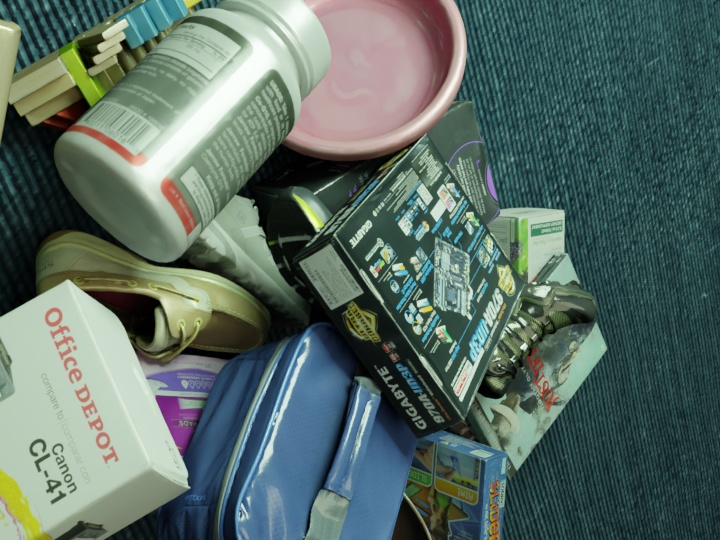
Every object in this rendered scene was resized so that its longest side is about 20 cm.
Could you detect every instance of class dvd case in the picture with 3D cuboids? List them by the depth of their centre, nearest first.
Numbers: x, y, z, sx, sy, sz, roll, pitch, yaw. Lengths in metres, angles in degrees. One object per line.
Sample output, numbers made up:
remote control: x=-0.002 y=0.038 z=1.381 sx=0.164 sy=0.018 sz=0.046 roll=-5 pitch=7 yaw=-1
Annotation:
dvd case: x=0.184 y=0.100 z=0.902 sx=0.200 sy=0.022 sz=0.147 roll=-44 pitch=122 yaw=-23

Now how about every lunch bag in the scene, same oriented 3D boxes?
lunch bag: x=-0.039 y=0.138 z=0.615 sx=0.135 sy=0.131 sz=0.202 roll=38 pitch=53 yaw=-27

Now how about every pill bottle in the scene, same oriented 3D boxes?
pill bottle: x=-0.115 y=-0.115 z=0.620 sx=0.201 sy=0.113 sz=0.114 roll=-52 pitch=124 yaw=-26

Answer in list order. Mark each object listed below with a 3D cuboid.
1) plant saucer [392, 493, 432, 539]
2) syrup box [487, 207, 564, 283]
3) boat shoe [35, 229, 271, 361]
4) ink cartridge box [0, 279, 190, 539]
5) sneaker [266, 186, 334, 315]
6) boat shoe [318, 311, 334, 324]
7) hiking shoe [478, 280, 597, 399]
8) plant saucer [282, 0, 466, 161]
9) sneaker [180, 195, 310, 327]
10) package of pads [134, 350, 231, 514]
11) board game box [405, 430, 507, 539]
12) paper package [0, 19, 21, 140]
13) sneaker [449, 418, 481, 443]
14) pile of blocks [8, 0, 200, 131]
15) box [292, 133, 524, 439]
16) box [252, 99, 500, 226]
plant saucer: x=-0.013 y=0.264 z=0.780 sx=0.034 sy=0.198 sz=0.204 roll=-10 pitch=104 yaw=-62
syrup box: x=0.175 y=0.035 z=0.950 sx=0.078 sy=0.081 sz=0.203 roll=-9 pitch=101 yaw=-36
boat shoe: x=-0.161 y=0.036 z=0.672 sx=0.198 sy=0.067 sz=0.074 roll=19 pitch=128 yaw=-26
ink cartridge box: x=-0.235 y=0.123 z=0.553 sx=0.198 sy=0.149 sz=0.086 roll=-31 pitch=159 yaw=-4
sneaker: x=0.000 y=0.000 z=0.692 sx=0.200 sy=0.073 sz=0.082 roll=50 pitch=53 yaw=-32
boat shoe: x=0.041 y=0.018 z=0.848 sx=0.199 sy=0.071 sz=0.065 roll=-40 pitch=118 yaw=-28
hiking shoe: x=0.136 y=0.071 z=0.815 sx=0.197 sy=0.076 sz=0.102 roll=-9 pitch=78 yaw=-6
plant saucer: x=-0.009 y=-0.180 z=0.731 sx=0.202 sy=0.199 sz=0.051 roll=-58 pitch=167 yaw=-15
sneaker: x=-0.098 y=-0.022 z=0.730 sx=0.200 sy=0.074 sz=0.083 roll=52 pitch=49 yaw=-40
package of pads: x=-0.135 y=0.134 z=0.693 sx=0.198 sy=0.121 sz=0.076 roll=11 pitch=131 yaw=-40
board game box: x=0.046 y=0.213 z=0.798 sx=0.034 sy=0.198 sz=0.138 roll=-3 pitch=100 yaw=-43
paper package: x=-0.329 y=-0.080 z=0.521 sx=0.189 sy=0.103 sz=0.203 roll=11 pitch=89 yaw=-38
sneaker: x=0.114 y=0.105 z=0.895 sx=0.199 sy=0.076 sz=0.116 roll=36 pitch=97 yaw=-36
pile of blocks: x=-0.174 y=-0.161 z=0.644 sx=0.200 sy=0.082 sz=0.063 roll=-43 pitch=120 yaw=-26
box: x=0.048 y=0.002 z=0.653 sx=0.160 sy=0.046 sz=0.200 roll=54 pitch=35 yaw=-12
box: x=0.019 y=-0.065 z=0.794 sx=0.199 sy=0.105 sz=0.124 roll=-33 pitch=116 yaw=-29
